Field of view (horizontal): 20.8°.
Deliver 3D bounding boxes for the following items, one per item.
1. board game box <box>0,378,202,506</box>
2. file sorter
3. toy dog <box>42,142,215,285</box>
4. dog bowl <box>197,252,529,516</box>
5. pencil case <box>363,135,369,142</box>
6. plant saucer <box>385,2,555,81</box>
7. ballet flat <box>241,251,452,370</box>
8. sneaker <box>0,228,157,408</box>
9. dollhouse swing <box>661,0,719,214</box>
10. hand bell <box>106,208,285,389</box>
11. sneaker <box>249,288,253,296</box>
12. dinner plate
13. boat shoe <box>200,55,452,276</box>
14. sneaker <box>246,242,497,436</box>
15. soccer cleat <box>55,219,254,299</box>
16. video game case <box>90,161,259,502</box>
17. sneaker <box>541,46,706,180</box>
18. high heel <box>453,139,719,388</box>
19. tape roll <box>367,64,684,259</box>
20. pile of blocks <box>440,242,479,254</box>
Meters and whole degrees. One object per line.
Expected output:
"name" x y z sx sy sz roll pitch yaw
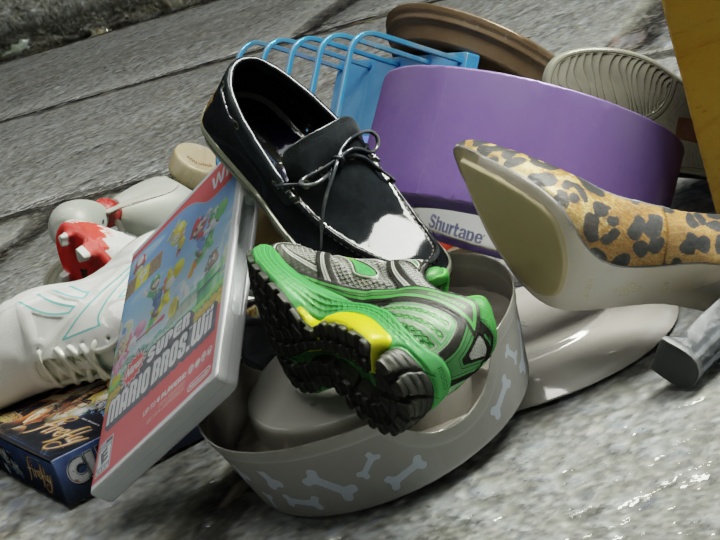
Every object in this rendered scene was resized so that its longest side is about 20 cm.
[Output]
"board game box" -0.183 0.100 1.352 0.135 0.035 0.200 -27 17 -25
"file sorter" -0.017 -0.125 1.645 0.123 0.139 0.200 14 -5 -32
"toy dog" -0.177 -0.036 1.716 0.096 0.132 0.200 34 48 22
"dog bowl" 0.007 0.067 1.139 0.200 0.059 0.200 -23 22 9
"pencil case" 0.029 -0.064 1.489 0.200 0.078 0.087 -3 28 0
"plant saucer" 0.108 -0.165 1.684 0.200 0.200 0.030 5 65 57
"ballet flat" 0.000 0.014 1.312 0.200 0.073 0.073 -21 13 25
"sneaker" -0.188 0.044 1.355 0.200 0.070 0.080 -30 44 1
"dollhouse swing" 0.281 -0.118 1.227 0.182 0.200 0.176 -10 13 32
"hand bell" -0.092 0.010 1.289 0.200 0.104 0.104 -47 13 7
"sneaker" -0.085 -0.012 1.541 0.200 0.075 0.084 -31 14 -36
"dinner plate" 0.099 0.042 1.229 0.200 0.024 0.200 -19 15 5
"boat shoe" -0.022 -0.055 1.167 0.075 0.062 0.200 -27 59 -33
"sneaker" 0.003 0.028 1.075 0.085 0.078 0.200 -28 30 -22
"soccer cleat" -0.148 0.011 1.463 0.200 0.069 0.085 28 41 35
"video game case" -0.111 0.028 1.205 0.143 0.017 0.200 -43 30 38
"sneaker" 0.202 -0.101 1.397 0.200 0.075 0.106 18 -5 -19
"high heel" 0.159 -0.030 1.151 0.143 0.200 0.071 -36 -19 -38
"tape roll" 0.101 -0.060 1.260 0.200 0.085 0.200 15 -6 2
"pile of blocks" 0.000 0.000 1.421 0.200 0.062 0.082 -10 18 34
